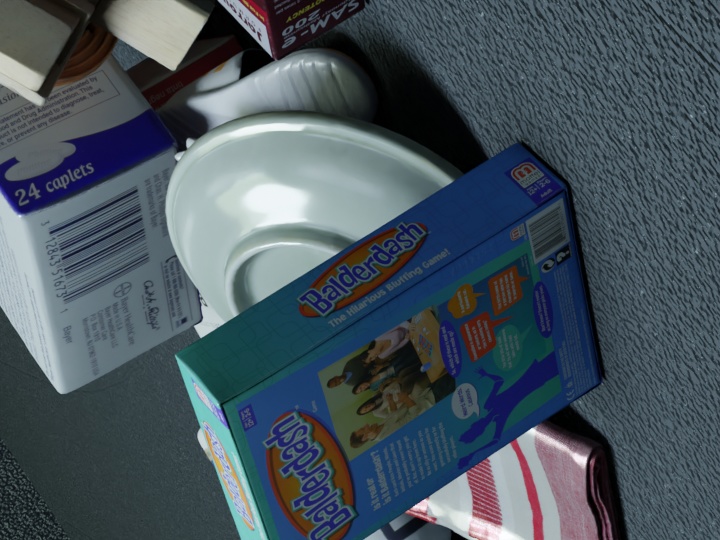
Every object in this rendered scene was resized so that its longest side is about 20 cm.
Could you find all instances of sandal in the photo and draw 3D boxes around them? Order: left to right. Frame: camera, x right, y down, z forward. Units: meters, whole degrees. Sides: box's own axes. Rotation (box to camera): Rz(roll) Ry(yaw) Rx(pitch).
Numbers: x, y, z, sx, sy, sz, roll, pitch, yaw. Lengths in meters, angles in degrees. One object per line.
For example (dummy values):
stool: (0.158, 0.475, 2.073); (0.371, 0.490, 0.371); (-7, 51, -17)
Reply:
sandal: (-0.043, -0.091, 1.594); (0.079, 0.059, 0.207); (48, 147, -16)

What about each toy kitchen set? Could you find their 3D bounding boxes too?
toy kitchen set: (-0.148, -0.210, 1.488); (0.200, 0.163, 0.180); (30, 127, -8)

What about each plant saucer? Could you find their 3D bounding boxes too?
plant saucer: (-0.014, 0.005, 1.478); (0.200, 0.050, 0.200); (14, 141, 12)

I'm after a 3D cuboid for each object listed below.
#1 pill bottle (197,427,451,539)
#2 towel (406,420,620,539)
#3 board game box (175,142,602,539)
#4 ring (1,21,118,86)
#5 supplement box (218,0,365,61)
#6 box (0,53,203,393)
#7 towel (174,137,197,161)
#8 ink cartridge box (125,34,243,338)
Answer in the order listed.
pill bottle: (-0.010, 0.160, 1.866); (0.200, 0.111, 0.111); (58, 165, 2)
towel: (0.056, 0.108, 1.598); (0.200, 0.023, 0.144); (23, 148, 29)
board game box: (0.019, 0.048, 1.385); (0.045, 0.200, 0.152); (45, 160, 39)
ring: (-0.220, -0.173, 1.553); (0.200, 0.200, 0.019); (53, 125, 17)
supplement box: (-0.061, -0.209, 1.393); (0.109, 0.061, 0.200); (47, 163, 32)
box: (-0.189, -0.065, 1.679); (0.200, 0.105, 0.184); (53, 161, 30)
towel: (0.000, 0.000, 1.551); (0.147, 0.024, 0.200); (3, 140, 48)
ink cartridge box: (-0.082, -0.037, 1.755); (0.200, 0.083, 0.147); (61, 164, -11)
